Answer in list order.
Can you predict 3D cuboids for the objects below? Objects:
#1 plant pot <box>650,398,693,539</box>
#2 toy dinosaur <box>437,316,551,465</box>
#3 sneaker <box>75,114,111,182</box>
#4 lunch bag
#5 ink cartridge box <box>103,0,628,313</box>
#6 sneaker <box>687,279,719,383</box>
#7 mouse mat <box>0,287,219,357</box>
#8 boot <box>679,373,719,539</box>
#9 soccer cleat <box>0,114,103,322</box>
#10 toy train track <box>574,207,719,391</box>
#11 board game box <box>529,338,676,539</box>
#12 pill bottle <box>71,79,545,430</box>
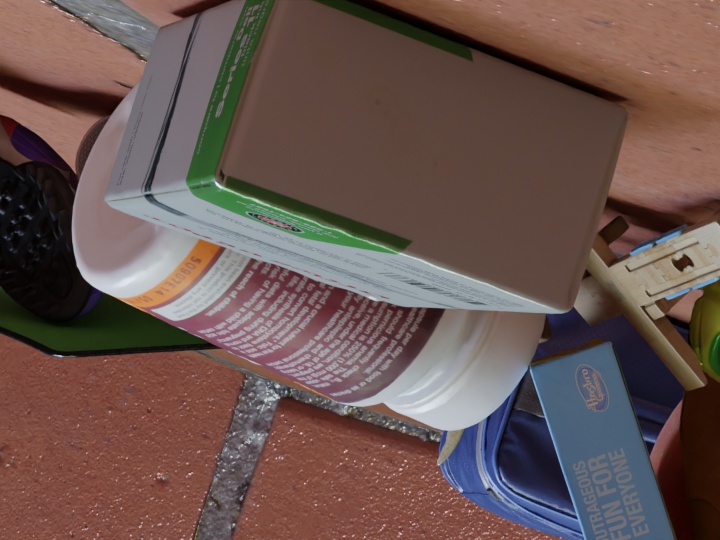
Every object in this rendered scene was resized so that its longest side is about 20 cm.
[{"bbox_3d":[0.284,0.145,1.610,0.200,0.202,0.195,14,-179,38],"label":"plant pot"},{"bbox_3d":[0.046,0.010,1.482,0.101,0.058,0.200,-4,134,27],"label":"toy dinosaur"},{"bbox_3d":[-0.063,-0.030,1.620,0.200,0.075,0.082,31,178,-12],"label":"sneaker"},{"bbox_3d":[0.160,0.099,1.748,0.199,0.136,0.132,19,175,-12],"label":"lunch bag"},{"bbox_3d":[-0.004,-0.043,1.159,0.146,0.083,0.200,19,174,-17],"label":"ink cartridge box"},{"bbox_3d":[0.232,0.054,1.402,0.083,0.074,0.200,18,176,45],"label":"sneaker"},{"bbox_3d":[-0.130,0.024,1.575,0.160,0.008,0.200,-3,-171,-31],"label":"mouse mat"},{"bbox_3d":[0.199,0.125,1.457,0.070,0.202,0.144,1,-174,-3],"label":"boot"},{"bbox_3d":[-0.168,-0.030,1.598,0.073,0.068,0.200,18,-164,-35],"label":"soccer cleat"},{"bbox_3d":[0.137,-0.006,1.308,0.115,0.033,0.200,51,164,-3],"label":"toy train track"},{"bbox_3d":[0.123,0.111,1.439,0.040,0.154,0.200,-18,177,3],"label":"board game box"},{"bbox_3d":[-0.020,-0.007,1.342,0.200,0.115,0.114,27,171,-31],"label":"pill bottle"}]
